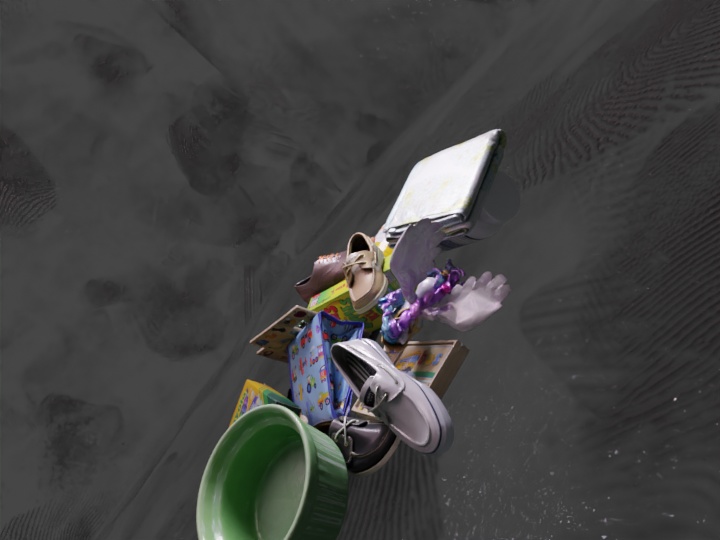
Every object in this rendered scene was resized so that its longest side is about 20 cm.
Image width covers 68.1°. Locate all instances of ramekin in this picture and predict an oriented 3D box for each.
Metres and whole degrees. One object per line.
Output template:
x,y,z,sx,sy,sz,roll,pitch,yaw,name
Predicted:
-0.109,0.287,0.686,0.198,0.097,0.203,-23,49,29,ramekin

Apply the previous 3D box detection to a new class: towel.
0.133,-0.125,0.841,0.170,0.048,0.202,-10,44,47,towel

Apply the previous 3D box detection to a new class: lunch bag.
-0.066,0.198,0.908,0.151,0.093,0.203,-46,36,47,lunch bag

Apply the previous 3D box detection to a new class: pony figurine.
0.100,0.037,0.779,0.194,0.166,0.200,-51,-6,14,pony figurine

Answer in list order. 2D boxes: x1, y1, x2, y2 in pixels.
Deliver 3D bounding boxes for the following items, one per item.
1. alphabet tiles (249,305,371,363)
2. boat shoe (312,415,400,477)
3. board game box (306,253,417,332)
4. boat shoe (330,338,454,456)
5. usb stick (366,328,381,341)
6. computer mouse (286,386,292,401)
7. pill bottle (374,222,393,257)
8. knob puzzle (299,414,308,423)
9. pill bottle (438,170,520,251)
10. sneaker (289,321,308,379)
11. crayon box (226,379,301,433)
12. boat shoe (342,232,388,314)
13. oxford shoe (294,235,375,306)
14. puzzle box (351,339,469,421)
-0.103,0.132,0.997,0.199,0.166,0.008,-36,44,40,alphabet tiles
-0.014,0.236,0.736,0.199,0.068,0.072,-30,21,55,boat shoe
0.007,0.061,0.994,0.198,0.102,0.048,-28,25,26,board game box
0.027,0.152,0.644,0.199,0.066,0.075,35,112,49,boat shoe
0.008,0.140,1.027,0.055,0.033,0.201,-27,25,46,usb stick
-0.169,0.313,1.014,0.200,0.045,0.142,-80,13,-71,computer mouse
0.072,-0.032,1.121,0.201,0.111,0.111,-56,14,-29,pill bottle
-0.113,0.318,0.840,0.220,0.030,0.223,-159,89,-83,knob puzzle
0.184,-0.104,0.928,0.112,0.111,0.200,-54,13,-20,pill bottle
-0.099,0.157,1.139,0.085,0.077,0.202,-54,-14,-57,sneaker
-0.178,0.266,0.910,0.199,0.051,0.128,1,70,63,crayon box
0.000,0.000,0.893,0.074,0.067,0.201,-35,22,14,boat shoe
-0.051,-0.005,1.037,0.200,0.072,0.071,-44,8,20,oxford shoe
0.065,0.161,0.768,0.134,0.025,0.200,-54,12,-21,puzzle box
